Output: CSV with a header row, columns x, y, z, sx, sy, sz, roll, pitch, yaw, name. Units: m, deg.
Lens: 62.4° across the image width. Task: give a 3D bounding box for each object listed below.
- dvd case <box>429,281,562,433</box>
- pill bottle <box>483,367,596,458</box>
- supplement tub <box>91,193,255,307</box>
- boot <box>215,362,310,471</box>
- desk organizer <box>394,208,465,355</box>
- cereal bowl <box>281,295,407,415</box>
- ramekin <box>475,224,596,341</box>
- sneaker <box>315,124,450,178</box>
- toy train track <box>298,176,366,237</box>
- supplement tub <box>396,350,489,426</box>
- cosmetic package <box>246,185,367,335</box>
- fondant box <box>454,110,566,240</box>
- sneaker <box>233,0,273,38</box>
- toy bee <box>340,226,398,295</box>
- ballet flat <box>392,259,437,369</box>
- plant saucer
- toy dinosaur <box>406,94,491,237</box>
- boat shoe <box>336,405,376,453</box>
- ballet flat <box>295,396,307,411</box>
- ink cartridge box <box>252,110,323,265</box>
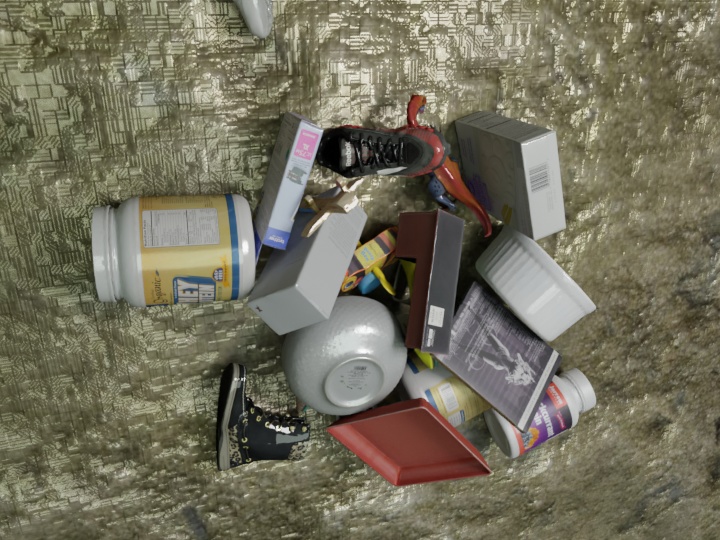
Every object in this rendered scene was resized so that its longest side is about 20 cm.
x,y,z,sx,sy,sz,roll,pitch,yaw,name
0.220,0.136,0.947,0.199,0.016,0.150,39,65,-7,dvd case
0.348,0.269,1.151,0.197,0.112,0.113,-24,117,-9,pill bottle
-0.248,-0.027,0.802,0.196,0.145,0.148,-4,112,-18,supplement tub
-0.158,0.240,0.980,0.151,0.074,0.207,3,117,-18,boot
0.094,0.017,0.884,0.071,0.076,0.204,13,83,-46,desk organizer
-0.018,0.144,0.896,0.196,0.084,0.203,-8,122,-12,cereal bowl
0.282,0.021,0.986,0.098,0.201,0.200,-44,118,10,ramekin
0.021,-0.161,0.815,0.098,0.197,0.072,-31,124,-55,sneaker
-0.062,-0.099,0.811,0.115,0.199,0.033,-47,113,-15,toy train track
0.167,0.182,1.024,0.197,0.145,0.147,-25,117,-8,supplement tub
-0.069,-0.018,0.831,0.100,0.202,0.071,-20,125,38,cosmetic package
0.220,-0.148,0.889,0.057,0.200,0.147,-21,117,-9,fondant box
-0.163,-0.391,0.738,0.079,0.077,0.203,-15,111,0,sneaker
0.000,0.000,0.911,0.130,0.109,0.202,31,80,14,toy bee
0.086,0.059,0.964,0.066,0.067,0.204,-4,77,5,ballet flat
0.078,0.272,0.945,0.198,0.037,0.200,-22,125,36,plant saucer
0.123,-0.171,0.882,0.106,0.198,0.182,-52,150,-10,toy dinosaur
0.002,0.209,1.015,0.069,0.091,0.204,-3,111,-18,boat shoe
-0.071,0.136,0.985,0.067,0.068,0.202,32,93,-8,ballet flat
-0.110,-0.114,0.831,0.041,0.119,0.203,16,105,-22,ink cartridge box
